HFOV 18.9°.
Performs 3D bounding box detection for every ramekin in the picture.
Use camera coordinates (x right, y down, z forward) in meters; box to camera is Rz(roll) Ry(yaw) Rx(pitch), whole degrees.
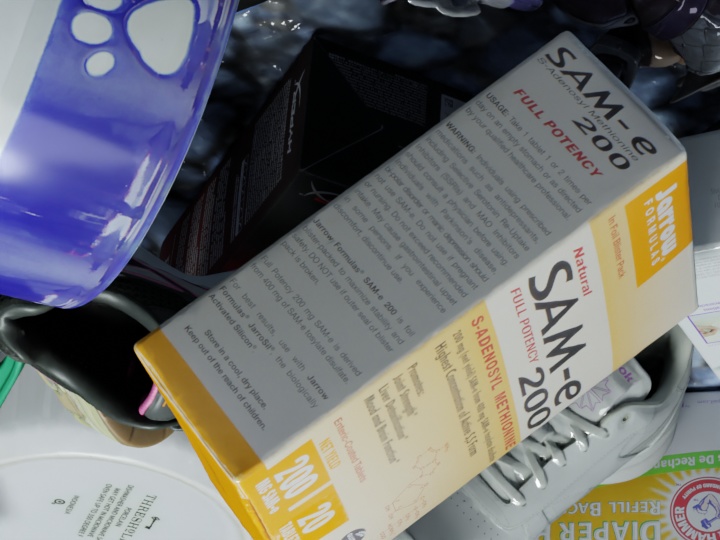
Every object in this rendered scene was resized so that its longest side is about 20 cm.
[{"bbox_3d":[-0.130,0.094,1.116,0.201,0.095,0.203,4,145,3],"label":"ramekin"}]

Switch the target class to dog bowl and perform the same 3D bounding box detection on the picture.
[{"bbox_3d":[-0.109,-0.091,0.748,0.078,0.201,0.200,18,144,-21],"label":"dog bowl"}]

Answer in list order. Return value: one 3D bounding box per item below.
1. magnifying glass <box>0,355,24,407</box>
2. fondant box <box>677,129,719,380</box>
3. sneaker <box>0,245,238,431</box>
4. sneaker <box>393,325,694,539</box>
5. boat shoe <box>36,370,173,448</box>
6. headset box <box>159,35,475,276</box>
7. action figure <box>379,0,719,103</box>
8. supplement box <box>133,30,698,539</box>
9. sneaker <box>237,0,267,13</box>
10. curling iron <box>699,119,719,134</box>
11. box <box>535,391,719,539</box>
[{"bbox_3d":[-0.191,0.069,1.016,0.079,0.022,0.201,8,123,8],"label":"magnifying glass"},{"bbox_3d":[0.216,0.001,0.948,0.143,0.059,0.200,-11,150,22],"label":"fondant box"},{"bbox_3d":[-0.068,0.041,0.880,0.199,0.086,0.081,16,112,-14],"label":"sneaker"},{"bbox_3d":[0.083,0.078,1.028,0.075,0.200,0.100,44,144,22],"label":"sneaker"},{"bbox_3d":[-0.142,-0.011,0.943,0.062,0.073,0.201,2,119,49],"label":"boat shoe"},{"bbox_3d":[0.000,0.000,0.979,0.148,0.075,0.200,19,143,-19],"label":"headset box"},{"bbox_3d":[0.106,-0.107,0.818,0.199,0.070,0.130,20,138,-26],"label":"action figure"},{"bbox_3d":[0.028,0.021,0.809,0.200,0.074,0.126,-36,152,-8],"label":"supplement box"},{"bbox_3d":[-0.021,-0.138,0.777,0.070,0.078,0.200,22,142,-23],"label":"sneaker"},{"bbox_3d":[0.203,-0.077,0.885,0.049,0.026,0.200,33,137,-31],"label":"curling iron"},{"bbox_3d":[0.122,0.136,1.141,0.199,0.102,0.113,-3,146,11],"label":"box"}]
